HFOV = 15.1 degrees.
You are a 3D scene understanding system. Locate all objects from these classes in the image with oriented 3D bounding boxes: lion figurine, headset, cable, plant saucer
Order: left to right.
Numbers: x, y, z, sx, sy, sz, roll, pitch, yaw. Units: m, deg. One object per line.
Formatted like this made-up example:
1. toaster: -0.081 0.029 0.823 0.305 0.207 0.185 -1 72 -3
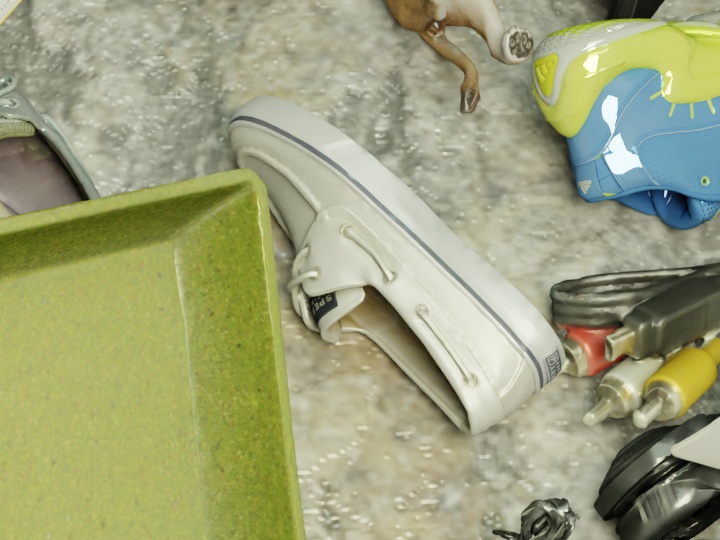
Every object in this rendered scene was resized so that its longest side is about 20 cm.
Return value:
1. plant saucer: -0.111 0.069 1.122 0.200 0.048 0.200 -14 101 -50
2. lion figurine: 0.030 -0.178 1.336 0.072 0.122 0.200 -2 96 -22
3. headset: 0.149 0.117 1.188 0.200 0.094 0.124 -2 59 -23
4. cable: 0.168 0.020 1.291 0.200 0.050 0.097 -20 32 -35

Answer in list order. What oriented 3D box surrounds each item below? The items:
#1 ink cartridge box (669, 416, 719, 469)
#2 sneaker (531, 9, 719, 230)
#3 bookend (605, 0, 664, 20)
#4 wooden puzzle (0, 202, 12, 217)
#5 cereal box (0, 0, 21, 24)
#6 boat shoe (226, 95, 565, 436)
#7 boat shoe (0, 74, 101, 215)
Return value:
1. ink cartridge box: 0.242 0.054 1.187 0.200 0.115 0.068 17 55 -28
2. sneaker: 0.174 -0.076 1.334 0.200 0.076 0.105 -9 91 -26
3. bookend: 0.109 -0.246 1.401 0.199 0.092 0.200 31 61 12
4. wooden puzzle: -0.231 0.036 1.176 0.200 0.046 0.185 -38 71 -10
5. cereal box: -0.240 -0.093 1.224 0.144 0.040 0.200 -4 38 38
6. boat shoe: 0.000 0.000 1.251 0.200 0.071 0.070 43 71 16
7. boat shoe: -0.157 -0.037 1.248 0.074 0.065 0.202 -25 66 -22
